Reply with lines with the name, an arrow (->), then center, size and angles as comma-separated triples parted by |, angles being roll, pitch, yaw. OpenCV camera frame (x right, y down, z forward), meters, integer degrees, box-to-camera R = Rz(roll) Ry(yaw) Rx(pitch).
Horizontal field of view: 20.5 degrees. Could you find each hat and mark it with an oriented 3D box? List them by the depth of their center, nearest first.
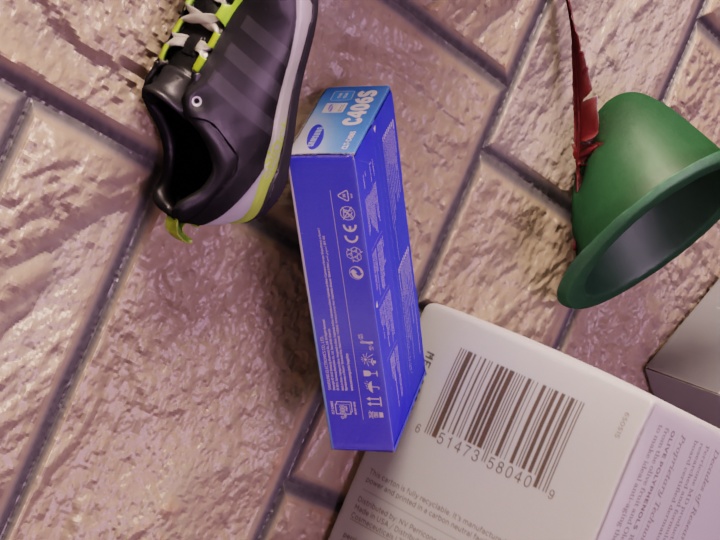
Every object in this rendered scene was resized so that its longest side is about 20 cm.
hat -> 0.167, -0.101, 1.387 | 0.165, 0.177, 0.200 | -16, 154, -45

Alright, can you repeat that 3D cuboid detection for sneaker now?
sneaker -> -0.076, -0.111, 1.079 | 0.082, 0.071, 0.202 | -14, 114, -42

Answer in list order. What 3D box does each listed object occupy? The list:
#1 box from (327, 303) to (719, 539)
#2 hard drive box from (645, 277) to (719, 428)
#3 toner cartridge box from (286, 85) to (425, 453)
box -> 0.120, 0.159, 1.298 | 0.171, 0.198, 0.202 | 23, 90, -49
hard drive box -> 0.327, 0.074, 1.581 | 0.200, 0.076, 0.157 | -46, 133, -24
toner cartridge box -> 0.000, 0.000, 1.196 | 0.095, 0.043, 0.202 | -65, 152, -58
